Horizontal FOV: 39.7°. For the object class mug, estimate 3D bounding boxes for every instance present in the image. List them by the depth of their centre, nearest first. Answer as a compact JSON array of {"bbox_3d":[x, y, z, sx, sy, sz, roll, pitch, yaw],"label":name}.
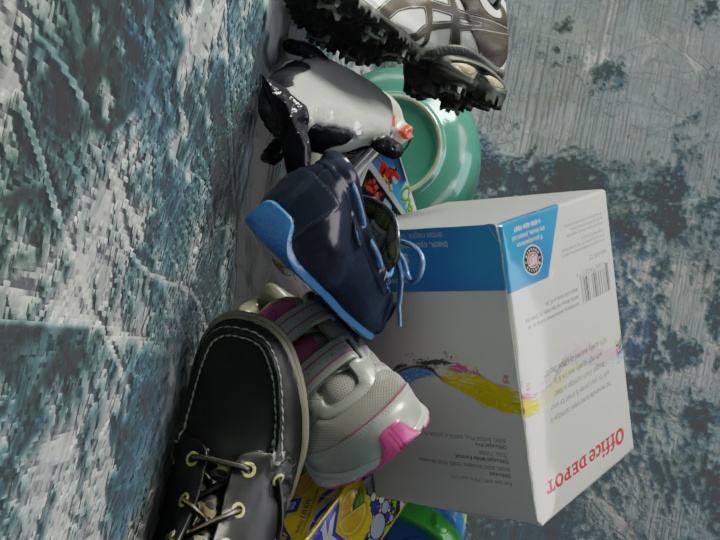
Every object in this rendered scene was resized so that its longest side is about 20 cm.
[{"bbox_3d":[0.029,-0.087,0.889,0.114,0.150,0.187,29,73,-83],"label":"mug"}]

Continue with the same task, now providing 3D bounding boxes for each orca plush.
[{"bbox_3d":[-0.031,-0.084,0.637,0.071,0.105,0.200,-47,-169,20],"label":"orca plush"}]

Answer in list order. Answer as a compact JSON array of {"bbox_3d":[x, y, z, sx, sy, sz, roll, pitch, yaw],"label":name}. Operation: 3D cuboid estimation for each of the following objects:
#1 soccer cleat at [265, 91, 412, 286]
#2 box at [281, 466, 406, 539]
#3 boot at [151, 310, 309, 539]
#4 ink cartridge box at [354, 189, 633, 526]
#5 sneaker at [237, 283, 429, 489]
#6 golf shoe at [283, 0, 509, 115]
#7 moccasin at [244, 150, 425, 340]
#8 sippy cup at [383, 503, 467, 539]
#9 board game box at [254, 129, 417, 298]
[{"bbox_3d":[-0.030,-0.054,0.802,0.069,0.077,0.201,31,84,-56],"label":"soccer cleat"},{"bbox_3d":[-0.042,0.197,0.711,0.200,0.064,0.071,-47,127,-45],"label":"box"},{"bbox_3d":[-0.081,0.136,0.515,0.154,0.073,0.206,-54,154,-74],"label":"boot"},{"bbox_3d":[0.092,0.055,0.720,0.147,0.144,0.202,-17,102,-48],"label":"ink cartridge box"},{"bbox_3d":[-0.033,0.065,0.626,0.200,0.081,0.089,21,-34,59],"label":"sneaker"},{"bbox_3d":[0.030,-0.178,0.668,0.199,0.077,0.095,19,84,-47],"label":"golf shoe"},{"bbox_3d":[-0.001,-0.009,0.584,0.068,0.080,0.200,-46,166,-2],"label":"moccasin"},{"bbox_3d":[0.041,0.197,0.889,0.179,0.139,0.131,111,3,-47],"label":"sippy cup"},{"bbox_3d":[0.000,0.000,0.774,0.126,0.034,0.201,-49,143,-24],"label":"board game box"}]
